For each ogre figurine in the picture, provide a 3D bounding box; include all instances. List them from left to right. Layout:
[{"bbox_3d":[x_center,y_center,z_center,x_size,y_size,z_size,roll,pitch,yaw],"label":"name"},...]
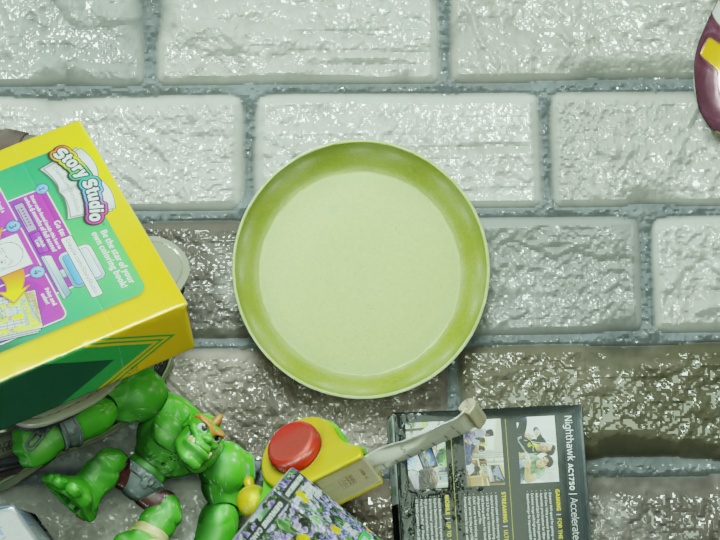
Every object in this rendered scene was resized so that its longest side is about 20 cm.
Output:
[{"bbox_3d":[-0.156,0.148,1.618,0.199,0.098,0.120,37,71,-5],"label":"ogre figurine"}]

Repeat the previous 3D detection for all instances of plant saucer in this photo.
[{"bbox_3d":[0.000,0.000,1.683,0.198,0.031,0.202,0,82,-2],"label":"plant saucer"}]

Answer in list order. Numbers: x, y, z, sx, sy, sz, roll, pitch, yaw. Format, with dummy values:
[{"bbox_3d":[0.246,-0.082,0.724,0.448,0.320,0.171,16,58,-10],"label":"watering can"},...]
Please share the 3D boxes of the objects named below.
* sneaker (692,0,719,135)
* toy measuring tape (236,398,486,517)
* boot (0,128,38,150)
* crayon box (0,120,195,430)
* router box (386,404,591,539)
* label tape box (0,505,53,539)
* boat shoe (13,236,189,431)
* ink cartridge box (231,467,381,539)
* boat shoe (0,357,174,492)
[{"bbox_3d":[0.311,-0.204,1.696,0.074,0.090,0.202,15,81,0],"label":"sneaker"},{"bbox_3d":[-0.005,0.128,1.614,0.199,0.074,0.074,-27,83,9],"label":"toy measuring tape"},{"bbox_3d":[-0.270,-0.014,1.641,0.146,0.070,0.200,28,63,16],"label":"boot"},{"bbox_3d":[-0.236,0.004,1.543,0.171,0.059,0.200,-22,53,-16],"label":"crayon box"},{"bbox_3d":[0.099,0.205,1.645,0.148,0.051,0.202,-2,82,-5],"label":"router box"},{"bbox_3d":[-0.249,0.218,1.581,0.063,0.144,0.201,-36,85,-7],"label":"label tape box"},{"bbox_3d":[-0.196,0.057,1.593,0.072,0.063,0.200,37,52,4],"label":"boat shoe"},{"bbox_3d":[-0.009,0.249,1.572,0.200,0.050,0.109,39,110,2],"label":"ink cartridge box"},{"bbox_3d":[-0.227,0.102,1.640,0.199,0.065,0.072,-31,82,-7],"label":"boat shoe"}]
